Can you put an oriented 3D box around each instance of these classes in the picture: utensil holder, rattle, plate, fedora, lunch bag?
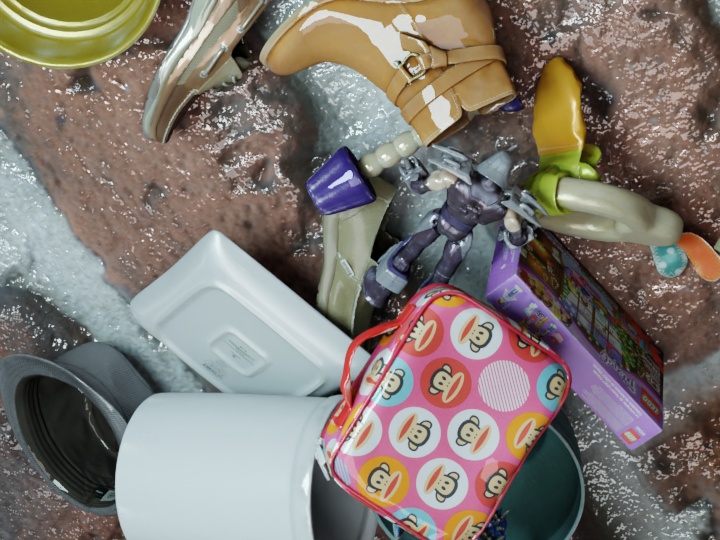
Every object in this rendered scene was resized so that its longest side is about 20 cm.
[{"bbox_3d":[-0.102,0.194,1.728,0.200,0.170,0.170,2,119,24],"label":"utensil holder"},{"bbox_3d":[0.236,-0.082,1.654,0.200,0.143,0.130,12,153,-13],"label":"rattle"},{"bbox_3d":[-0.108,0.068,1.748,0.200,0.032,0.200,39,145,-11],"label":"plate"},{"bbox_3d":[-0.257,0.140,1.813,0.177,0.090,0.200,6,126,37],"label":"fedora"},{"bbox_3d":[0.060,0.116,1.565,0.176,0.082,0.200,34,90,-11],"label":"lunch bag"}]

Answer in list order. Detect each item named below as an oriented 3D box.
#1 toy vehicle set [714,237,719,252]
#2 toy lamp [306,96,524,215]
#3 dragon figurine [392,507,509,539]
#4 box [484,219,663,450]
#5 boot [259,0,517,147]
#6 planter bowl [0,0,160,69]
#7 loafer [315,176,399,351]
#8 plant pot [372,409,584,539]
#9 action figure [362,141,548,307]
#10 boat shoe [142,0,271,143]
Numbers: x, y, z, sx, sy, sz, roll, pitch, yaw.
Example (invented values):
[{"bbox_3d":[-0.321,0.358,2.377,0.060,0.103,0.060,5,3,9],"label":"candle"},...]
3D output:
[{"bbox_3d":[0.405,-0.069,1.581,0.124,0.027,0.200,31,92,-7],"label":"toy vehicle set"},{"bbox_3d":[0.045,-0.111,1.630,0.200,0.058,0.058,-30,110,9],"label":"toy lamp"},{"bbox_3d":[0.069,0.185,1.657,0.099,0.059,0.200,-11,116,16],"label":"dragon figurine"},{"bbox_3d":[0.195,0.050,1.670,0.039,0.137,0.200,-37,107,25],"label":"box"},{"bbox_3d":[0.023,-0.172,1.586,0.200,0.074,0.155,-28,83,19],"label":"boot"},{"bbox_3d":[-0.255,-0.281,1.604,0.200,0.083,0.200,5,118,9],"label":"planter bowl"},{"bbox_3d":[0.000,0.000,1.714,0.067,0.076,0.200,7,119,14],"label":"loafer"},{"bbox_3d":[0.114,0.166,1.750,0.200,0.134,0.200,5,119,8],"label":"plant pot"},{"bbox_3d":[0.076,-0.038,1.599,0.130,0.069,0.200,36,122,-1],"label":"action figure"},{"bbox_3d":[-0.132,-0.188,1.639,0.072,0.076,0.200,27,121,-7],"label":"boat shoe"}]
